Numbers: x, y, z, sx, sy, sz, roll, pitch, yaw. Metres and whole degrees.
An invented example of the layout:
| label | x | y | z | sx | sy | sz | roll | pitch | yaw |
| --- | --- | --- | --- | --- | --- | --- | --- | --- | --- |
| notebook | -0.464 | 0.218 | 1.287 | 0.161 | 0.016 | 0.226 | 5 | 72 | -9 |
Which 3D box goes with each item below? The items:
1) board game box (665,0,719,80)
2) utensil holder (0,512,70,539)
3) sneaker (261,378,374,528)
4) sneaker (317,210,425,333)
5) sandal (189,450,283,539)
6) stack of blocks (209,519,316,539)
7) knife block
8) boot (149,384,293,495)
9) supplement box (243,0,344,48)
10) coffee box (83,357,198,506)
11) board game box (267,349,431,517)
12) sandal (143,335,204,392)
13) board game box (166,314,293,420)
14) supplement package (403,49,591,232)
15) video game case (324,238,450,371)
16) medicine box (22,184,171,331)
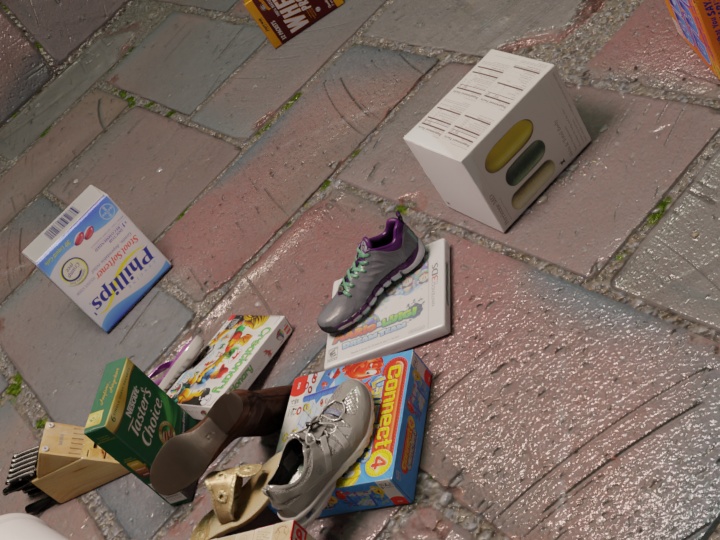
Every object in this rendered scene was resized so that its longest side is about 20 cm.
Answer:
| label | x | y | z | sx | sy | sz | roll | pitch | yaw |
| --- | --- | --- | --- | --- | --- | --- | --- | --- | --- |
| board game box | 0.537 | -0.422 | 1.368 | 0.199 | 0.200 | 0.201 | -28 | 35 | 14 |
| utensil holder | -0.434 | 0.438 | 1.318 | 0.199 | 0.170 | 0.171 | 10 | 57 | 44 |
| sneaker | -0.048 | 0.211 | 1.196 | 0.074 | 0.082 | 0.201 | 0 | 50 | 42 |
| sneaker | 0.000 | 0.000 | 1.441 | 0.200 | 0.088 | 0.074 | -43 | 35 | -8 |
| sandal | -0.178 | 0.294 | 1.268 | 0.212 | 0.069 | 0.078 | -46 | 23 | 28 |
| stack of blocks | -0.131 | 0.369 | 1.166 | 0.198 | 0.115 | 0.059 | -19 | 39 | 26 |
| knife block | -0.467 | 0.328 | 1.575 | 0.198 | 0.177 | 0.064 | 9 | 40 | -11 |
| boot | -0.176 | 0.228 | 1.344 | 0.186 | 0.200 | 0.064 | -43 | 75 | 12 |
| supplement box | -0.168 | -0.671 | 2.338 | 0.199 | 0.133 | 0.198 | -31 | 36 | 11 |
| coffee box | -0.300 | 0.231 | 1.395 | 0.044 | 0.200 | 0.124 | -19 | 39 | 25 |
| board game box | -0.014 | 0.216 | 1.282 | 0.194 | 0.056 | 0.201 | -17 | 40 | 28 |
| sandal | -0.323 | 0.172 | 1.572 | 0.203 | 0.050 | 0.082 | -48 | 3 | 13 |
| board game box | -0.206 | 0.148 | 1.521 | 0.125 | 0.035 | 0.200 | -2 | 39 | 40 |
| supplement package | 0.204 | -0.195 | 1.458 | 0.200 | 0.152 | 0.150 | -45 | 36 | -10 |
| video game case | 0.040 | 0.052 | 1.443 | 0.198 | 0.024 | 0.183 | -22 | 38 | 23 |
| medicine box | -0.494 | -0.023 | 1.852 | 0.182 | 0.200 | 0.103 | -47 | 34 | -13 |
